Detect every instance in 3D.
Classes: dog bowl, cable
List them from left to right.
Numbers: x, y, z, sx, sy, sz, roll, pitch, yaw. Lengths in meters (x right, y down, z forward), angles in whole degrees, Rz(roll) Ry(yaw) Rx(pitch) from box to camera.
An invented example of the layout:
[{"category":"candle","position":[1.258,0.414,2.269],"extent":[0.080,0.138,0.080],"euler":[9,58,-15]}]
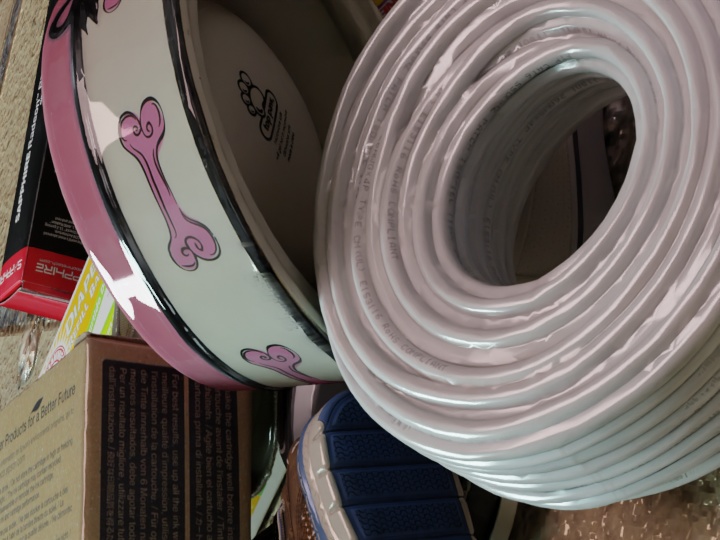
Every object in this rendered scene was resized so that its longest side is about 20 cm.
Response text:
[{"category":"dog bowl","position":[-0.042,-0.045,0.824],"extent":[0.073,0.200,0.201],"euler":[-20,50,23]},{"category":"cable","position":[0.072,-0.026,0.714],"extent":[0.199,0.069,0.201],"euler":[-9,64,43]}]

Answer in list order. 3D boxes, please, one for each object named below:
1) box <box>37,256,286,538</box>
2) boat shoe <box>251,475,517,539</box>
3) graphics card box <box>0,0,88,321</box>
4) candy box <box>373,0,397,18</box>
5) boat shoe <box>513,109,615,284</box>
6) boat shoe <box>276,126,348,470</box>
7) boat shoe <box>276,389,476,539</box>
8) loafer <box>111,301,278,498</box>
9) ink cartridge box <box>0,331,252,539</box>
[{"category":"box","position":[-0.076,0.026,1.057],"extent":[0.201,0.101,0.113],"euler":[-65,24,22]},{"category":"boat shoe","position":[0.000,0.111,0.872],"extent":[0.200,0.067,0.072],"euler":[-45,35,48]},{"category":"graphics card box","position":[-0.115,-0.063,1.180],"extent":[0.051,0.125,0.201],"euler":[-31,49,60]},{"category":"candy box","position":[-0.015,-0.172,1.011],"extent":[0.102,0.026,0.200],"euler":[-38,39,-10]},{"category":"boat shoe","position":[0.048,-0.062,0.859],"extent":[0.071,0.069,0.201],"euler":[-51,33,44]},{"category":"boat shoe","position":[0.000,0.000,0.951],"extent":[0.066,0.069,0.202],"euler":[175,102,-65]},{"category":"boat shoe","position":[0.017,0.145,0.780],"extent":[0.072,0.072,0.201],"euler":[-50,44,50]},{"category":"loafer","position":[-0.074,0.035,0.944],"extent":[0.070,0.075,0.201],"euler":[-99,1,-50]},{"category":"ink cartridge box","position":[-0.111,0.133,0.897],"extent":[0.200,0.075,0.166],"euler":[145,129,-59]}]
